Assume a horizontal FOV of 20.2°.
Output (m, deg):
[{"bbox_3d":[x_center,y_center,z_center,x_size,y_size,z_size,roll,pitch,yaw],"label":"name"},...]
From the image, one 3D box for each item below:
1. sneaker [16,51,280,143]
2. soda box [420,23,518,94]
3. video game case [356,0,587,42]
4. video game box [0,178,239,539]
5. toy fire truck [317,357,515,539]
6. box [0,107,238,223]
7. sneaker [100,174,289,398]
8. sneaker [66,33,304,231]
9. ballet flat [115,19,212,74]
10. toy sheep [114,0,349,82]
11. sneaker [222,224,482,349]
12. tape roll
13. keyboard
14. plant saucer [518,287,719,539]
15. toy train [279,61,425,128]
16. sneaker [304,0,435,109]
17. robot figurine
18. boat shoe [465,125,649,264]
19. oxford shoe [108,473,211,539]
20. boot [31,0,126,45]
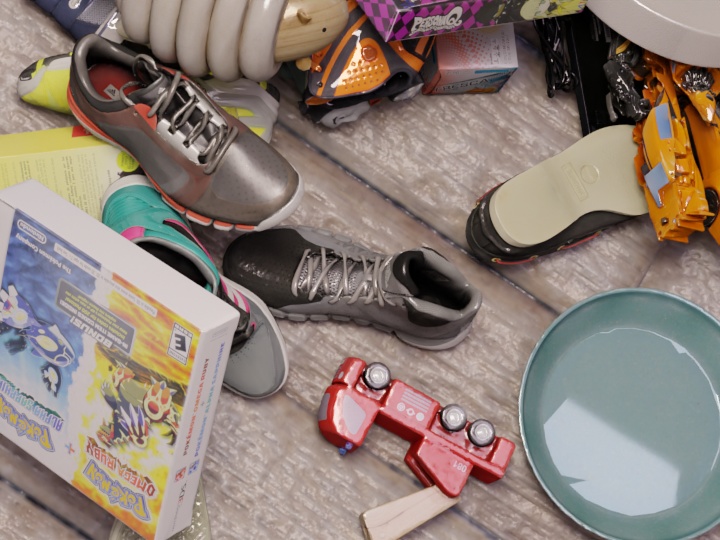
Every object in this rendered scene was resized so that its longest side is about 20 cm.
[{"bbox_3d":[-0.162,-0.118,1.529,0.198,0.075,0.077,8,86,-3],"label":"sneaker"},{"bbox_3d":[0.077,-0.243,1.608,0.068,0.064,0.202,-3,78,-12],"label":"soda box"},{"bbox_3d":[0.048,-0.255,1.488,0.180,0.036,0.200,-13,54,-32],"label":"video game case"},{"bbox_3d":[-0.185,0.062,1.398,0.199,0.183,0.047,31,36,26],"label":"video game box"},{"bbox_3d":[0.045,0.169,1.514,0.199,0.049,0.142,28,74,-3],"label":"toy fire truck"},{"bbox_3d":[-0.184,-0.069,1.491,0.198,0.050,0.076,-8,116,-1],"label":"box"},{"bbox_3d":[-0.117,0.032,1.447,0.083,0.121,0.200,-34,112,11],"label":"sneaker"},{"bbox_3d":[-0.129,-0.098,1.411,0.199,0.082,0.077,30,70,13],"label":"sneaker"},{"bbox_3d":[-0.165,-0.211,1.501,0.067,0.067,0.201,-35,94,12],"label":"ballet flat"},{"bbox_3d":[-0.104,-0.200,1.412,0.199,0.138,0.139,16,74,9],"label":"toy sheep"},{"bbox_3d":[0.000,0.000,1.509,0.198,0.116,0.076,13,75,-8],"label":"sneaker"},{"bbox_3d":[0.252,-0.245,1.610,0.201,0.037,0.204,13,47,-14],"label":"tape roll"},{"bbox_3d":[0.178,-0.197,1.640,0.103,0.040,0.202,1,75,-35],"label":"keyboard"},{"bbox_3d":[0.214,0.115,1.566,0.198,0.036,0.202,2,76,-10],"label":"plant saucer"},{"bbox_3d":[-0.031,-0.210,1.575,0.113,0.085,0.201,-28,85,-3],"label":"toy train"},{"bbox_3d":[-0.045,-0.184,1.500,0.198,0.078,0.113,16,90,7],"label":"sneaker"},{"bbox_3d":[0.262,-0.109,1.584,0.144,0.058,0.201,12,57,-33],"label":"robot figurine"},{"bbox_3d":[0.169,-0.061,1.583,0.200,0.063,0.074,-21,84,-30],"label":"boat shoe"},{"bbox_3d":[-0.148,0.167,1.477,0.075,0.058,0.202,0,92,-14],"label":"oxford shoe"},{"bbox_3d":[-0.171,-0.264,1.559,0.090,0.073,0.201,38,74,-7],"label":"boot"}]
